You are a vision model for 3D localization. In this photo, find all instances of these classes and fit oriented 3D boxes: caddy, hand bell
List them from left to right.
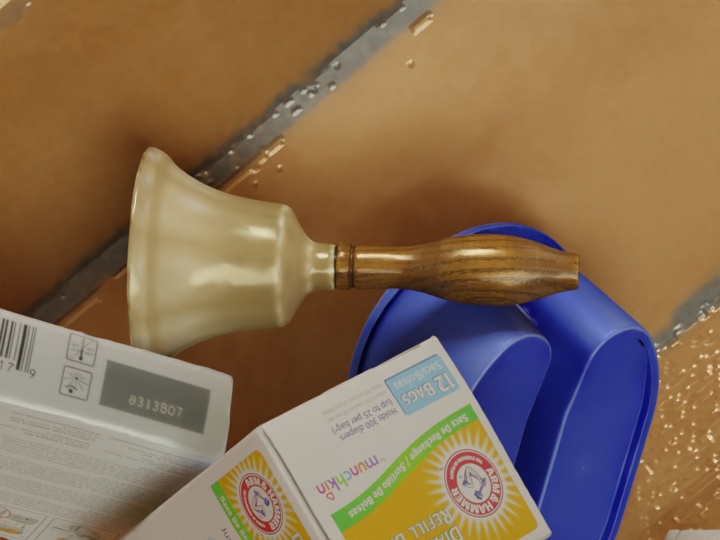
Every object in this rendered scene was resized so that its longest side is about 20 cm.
[{"bbox_3d":[0.000,0.000,1.169,0.198,0.104,0.105,2,115,4],"label":"hand bell"},{"bbox_3d":[0.057,0.077,1.250,0.141,0.105,0.201,-3,117,-38],"label":"caddy"}]

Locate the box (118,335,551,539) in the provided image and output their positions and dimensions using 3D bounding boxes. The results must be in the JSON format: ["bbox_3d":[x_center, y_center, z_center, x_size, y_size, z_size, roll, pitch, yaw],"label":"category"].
[{"bbox_3d":[-0.025,0.127,1.151,0.112,0.200,0.102,-25,81,-37],"label":"box"}]

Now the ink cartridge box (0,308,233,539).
[{"bbox_3d":[-0.167,0.079,1.193,0.161,0.200,0.058,16,67,-18],"label":"ink cartridge box"}]

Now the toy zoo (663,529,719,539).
[{"bbox_3d":[0.236,0.172,1.293,0.131,0.200,0.021,38,68,-20],"label":"toy zoo"}]
